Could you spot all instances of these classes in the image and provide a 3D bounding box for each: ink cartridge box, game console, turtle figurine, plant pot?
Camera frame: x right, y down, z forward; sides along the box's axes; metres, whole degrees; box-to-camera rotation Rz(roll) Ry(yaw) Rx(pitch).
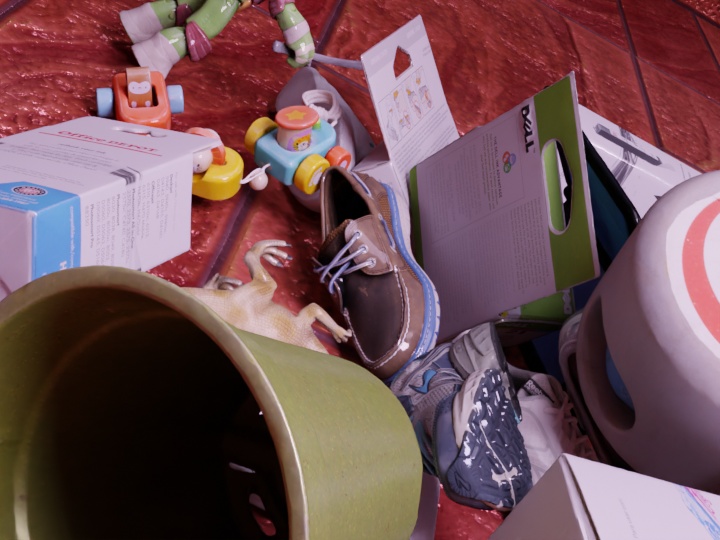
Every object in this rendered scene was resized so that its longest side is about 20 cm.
[{"bbox_3d":[-0.179,-0.038,0.734,0.115,0.067,0.200,12,20,22],"label":"ink cartridge box"},{"bbox_3d":[0.122,-0.033,0.881,0.075,0.200,0.149,6,72,-31],"label":"ink cartridge box"},{"bbox_3d":[0.219,-0.052,1.125,0.199,0.145,0.084,28,27,-6],"label":"ink cartridge box"},{"bbox_3d":[0.153,-0.008,0.932,0.116,0.176,0.201,28,25,-29],"label":"game console"},{"bbox_3d":[-0.099,-0.214,1.069,0.145,0.193,0.200,63,0,15],"label":"turtle figurine"},{"bbox_3d":[0.038,-0.113,1.043,0.178,0.044,0.200,70,23,-14],"label":"ink cartridge box"},{"bbox_3d":[-0.064,0.103,0.561,0.200,0.201,0.190,43,16,22],"label":"plant pot"},{"bbox_3d":[0.155,0.191,0.644,0.198,0.145,0.084,18,34,-24],"label":"ink cartridge box"}]

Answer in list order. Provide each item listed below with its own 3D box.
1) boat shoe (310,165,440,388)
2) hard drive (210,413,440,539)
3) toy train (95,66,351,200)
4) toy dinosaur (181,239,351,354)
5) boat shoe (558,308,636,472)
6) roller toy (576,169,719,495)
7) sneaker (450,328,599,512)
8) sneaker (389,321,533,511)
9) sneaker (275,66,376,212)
[{"bbox_3d":[0.000,0.000,0.872,0.072,0.072,0.201,33,25,-32],"label":"boat shoe"},{"bbox_3d":[-0.044,0.097,0.735,0.199,0.027,0.132,28,27,-5],"label":"hard drive"},{"bbox_3d":[-0.104,-0.120,0.942,0.198,0.056,0.151,-2,48,-11],"label":"toy train"},{"bbox_3d":[-0.071,0.025,0.737,0.199,0.058,0.101,25,28,-11],"label":"toy dinosaur"},{"bbox_3d":[0.193,0.122,0.830,0.203,0.074,0.065,61,28,-10],"label":"boat shoe"},{"bbox_3d":[0.232,0.043,0.740,0.182,0.140,0.200,36,57,11],"label":"roller toy"},{"bbox_3d":[0.121,0.121,0.808,0.200,0.081,0.075,41,27,16],"label":"sneaker"},{"bbox_3d":[0.049,0.095,0.704,0.200,0.086,0.078,-59,128,-78],"label":"sneaker"},{"bbox_3d":[-0.018,-0.106,1.066,0.088,0.075,0.201,36,23,-29],"label":"sneaker"}]
